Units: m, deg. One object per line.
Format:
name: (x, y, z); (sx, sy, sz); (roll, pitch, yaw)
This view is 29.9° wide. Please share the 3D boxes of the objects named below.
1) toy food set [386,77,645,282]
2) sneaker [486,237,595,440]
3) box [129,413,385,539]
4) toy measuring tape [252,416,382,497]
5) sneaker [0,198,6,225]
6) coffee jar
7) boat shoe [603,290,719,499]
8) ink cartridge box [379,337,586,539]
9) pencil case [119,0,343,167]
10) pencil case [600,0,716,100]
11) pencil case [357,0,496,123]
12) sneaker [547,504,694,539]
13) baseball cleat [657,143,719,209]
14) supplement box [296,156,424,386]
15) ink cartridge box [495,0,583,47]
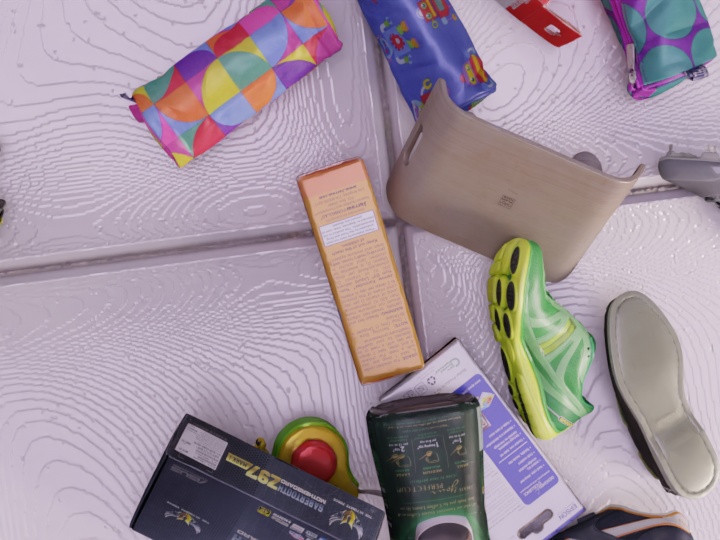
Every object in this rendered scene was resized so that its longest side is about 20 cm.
toy food set: (0.134, -0.081, 1.205); (0.199, 0.061, 0.144); (23, 137, -6)
sneaker: (0.169, 0.056, 1.236); (0.083, 0.074, 0.201); (-19, 115, -11)
box: (-0.096, 0.224, 1.207); (0.199, 0.158, 0.051); (28, 51, -4)
toy measuring tape: (-0.010, 0.175, 1.249); (0.198, 0.074, 0.074); (8, 94, -12)
sneaker: (-0.362, -0.035, 1.210); (0.084, 0.074, 0.202); (-1, 94, -3)
coffee jar: (0.067, 0.215, 1.201); (0.103, 0.085, 0.202); (-7, 92, -4)
boat shoe: (0.269, 0.115, 1.253); (0.071, 0.061, 0.202); (-22, 95, -12)
ink cartridge box: (0.113, 0.170, 1.257); (0.094, 0.037, 0.200); (-37, 88, 0)
pencil case: (-0.114, -0.179, 1.206); (0.199, 0.088, 0.089); (-34, 95, 0)
pencil case: (0.249, -0.258, 1.211); (0.092, 0.085, 0.201); (-25, 95, -27)
pencil case: (0.044, -0.223, 1.211); (0.078, 0.087, 0.201); (-34, 97, -35)
sneaker: (0.217, 0.273, 1.261); (0.199, 0.080, 0.079); (-13, 120, 23)
baseball cleat: (0.367, -0.052, 1.240); (0.198, 0.070, 0.107); (10, 94, -2)
supplement box: (0.000, 0.000, 1.232); (0.068, 0.067, 0.201); (-19, 94, -1)
ink cartridge box: (0.127, -0.288, 1.189); (0.200, 0.116, 0.067); (38, 92, -5)
